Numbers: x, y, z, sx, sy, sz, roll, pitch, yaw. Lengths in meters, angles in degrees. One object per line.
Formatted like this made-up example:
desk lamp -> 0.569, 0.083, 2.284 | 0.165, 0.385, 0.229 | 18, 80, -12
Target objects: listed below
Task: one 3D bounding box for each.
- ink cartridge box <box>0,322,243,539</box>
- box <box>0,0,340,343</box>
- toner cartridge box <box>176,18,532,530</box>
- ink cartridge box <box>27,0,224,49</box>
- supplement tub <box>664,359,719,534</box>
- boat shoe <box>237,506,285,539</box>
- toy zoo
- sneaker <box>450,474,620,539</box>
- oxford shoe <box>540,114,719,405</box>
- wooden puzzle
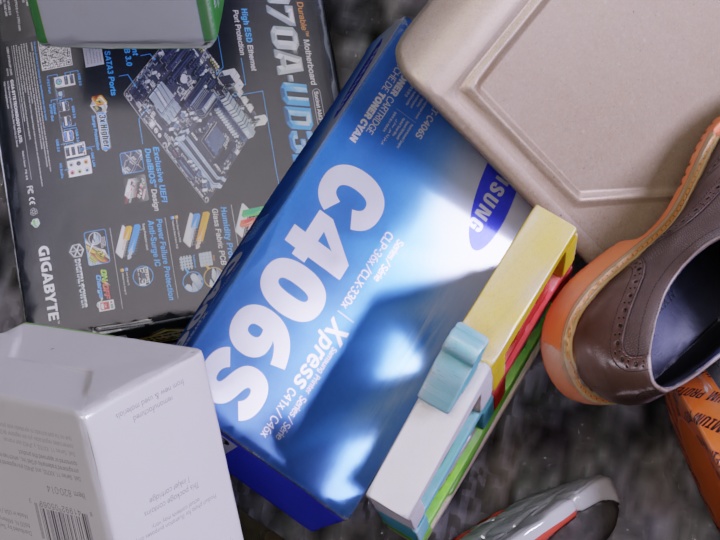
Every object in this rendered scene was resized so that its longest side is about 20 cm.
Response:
ink cartridge box -> -0.103, 0.130, 0.910 | 0.117, 0.067, 0.202 | 7, 115, 43
box -> -0.087, -0.071, 1.034 | 0.158, 0.046, 0.202 | -11, 79, 0
toner cartridge box -> 0.000, 0.000, 0.962 | 0.095, 0.043, 0.201 | 36, 68, -11
ink cartridge box -> -0.098, -0.217, 0.975 | 0.082, 0.147, 0.201 | 0, 48, 7
supplement tub -> 0.237, 0.050, 0.953 | 0.199, 0.123, 0.123 | -24, 79, -2
boat shoe -> -0.065, 0.147, 0.988 | 0.200, 0.072, 0.068 | 47, 119, 6
toy zoo -> 0.047, 0.047, 0.926 | 0.020, 0.200, 0.132 | 30, 82, 9
sneaker -> 0.051, 0.167, 0.955 | 0.200, 0.077, 0.082 | -40, 97, -29
oxford shoe -> 0.164, -0.014, 0.930 | 0.200, 0.073, 0.071 | -47, 113, -18
wooden puzzle -> 0.134, -0.093, 0.972 | 0.200, 0.037, 0.185 | 43, 81, -21
